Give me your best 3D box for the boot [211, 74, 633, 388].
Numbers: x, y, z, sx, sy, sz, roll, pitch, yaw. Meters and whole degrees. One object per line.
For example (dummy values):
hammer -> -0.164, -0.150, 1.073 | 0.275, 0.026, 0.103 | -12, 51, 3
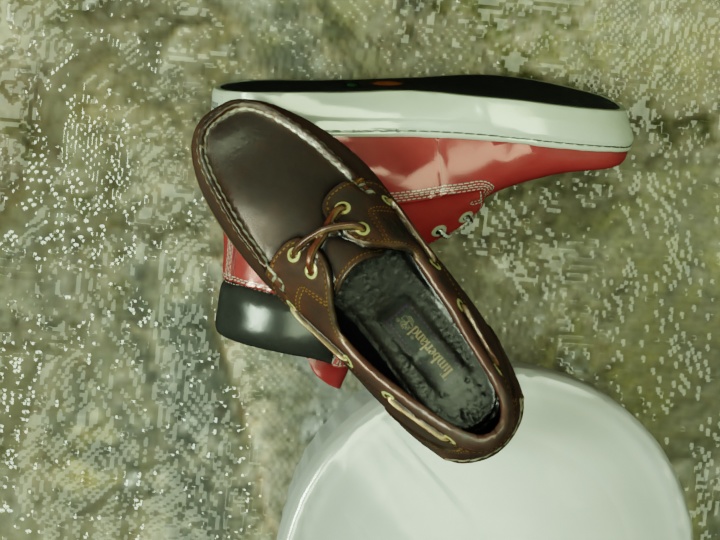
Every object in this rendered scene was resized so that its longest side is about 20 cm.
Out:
boot -> 0.029, -0.018, 1.180 | 0.198, 0.072, 0.145 | -2, 101, -3

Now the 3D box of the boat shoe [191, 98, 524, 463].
boat shoe -> 0.000, 0.000, 1.099 | 0.070, 0.070, 0.200 | -44, 87, -1

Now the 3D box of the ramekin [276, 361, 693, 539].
ramekin -> 0.051, 0.134, 1.198 | 0.201, 0.094, 0.204 | -2, 101, -11
